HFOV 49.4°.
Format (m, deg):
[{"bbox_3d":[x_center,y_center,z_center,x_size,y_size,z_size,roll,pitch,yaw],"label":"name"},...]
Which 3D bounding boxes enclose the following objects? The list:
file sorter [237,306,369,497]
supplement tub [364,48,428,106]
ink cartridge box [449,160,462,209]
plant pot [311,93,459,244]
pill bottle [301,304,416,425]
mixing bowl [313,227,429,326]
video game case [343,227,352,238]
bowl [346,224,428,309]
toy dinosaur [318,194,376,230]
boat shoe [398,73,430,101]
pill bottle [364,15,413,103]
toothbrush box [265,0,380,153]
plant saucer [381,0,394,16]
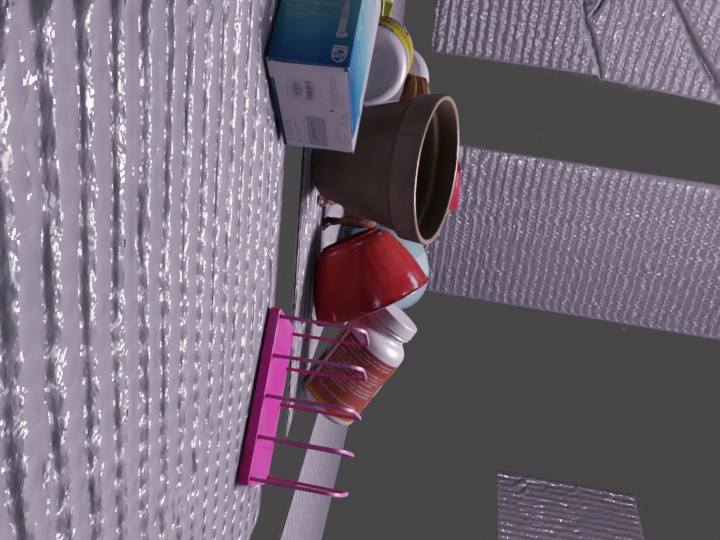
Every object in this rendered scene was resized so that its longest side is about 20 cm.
[{"bbox_3d":[-0.061,0.167,0.960,0.139,0.122,0.205,79,20,-76],"label":"file sorter"},{"bbox_3d":[0.057,-0.317,1.476,0.201,0.137,0.144,86,14,-72],"label":"supplement tub"},{"bbox_3d":[0.071,-0.179,1.404,0.146,0.195,0.086,-97,-173,-53],"label":"ink cartridge box"},{"bbox_3d":[0.030,-0.149,1.094,0.199,0.170,0.205,10,90,-70],"label":"plant pot"},{"bbox_3d":[0.001,0.147,1.297,0.201,0.112,0.112,-51,-179,11],"label":"pill bottle"},{"bbox_3d":[0.000,0.000,1.250,0.200,0.196,0.111,-57,125,-79],"label":"mixing bowl"},{"bbox_3d":[0.030,-0.083,1.597,0.018,0.141,0.204,-32,135,-52],"label":"video game case"},{"bbox_3d":[0.027,0.003,1.558,0.105,0.197,0.205,-35,137,-54],"label":"bowl"},{"bbox_3d":[0.007,-0.108,1.254,0.201,0.132,0.088,89,11,-68],"label":"toy dinosaur"},{"bbox_3d":[0.062,-0.213,1.265,0.076,0.072,0.205,-139,-124,-64],"label":"boat shoe"},{"bbox_3d":[0.025,-0.334,1.217,0.201,0.109,0.115,-72,170,-65],"label":"pill bottle"},{"bbox_3d":[-0.031,-0.251,0.817,0.147,0.083,0.204,86,14,-67],"label":"toothbrush box"},{"bbox_3d":[0.034,-0.535,1.368,0.202,0.047,0.203,-76,173,-54],"label":"plant saucer"}]
